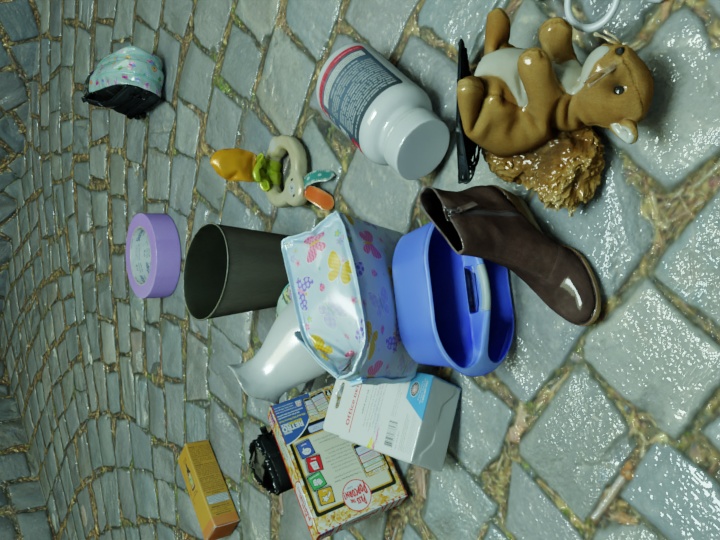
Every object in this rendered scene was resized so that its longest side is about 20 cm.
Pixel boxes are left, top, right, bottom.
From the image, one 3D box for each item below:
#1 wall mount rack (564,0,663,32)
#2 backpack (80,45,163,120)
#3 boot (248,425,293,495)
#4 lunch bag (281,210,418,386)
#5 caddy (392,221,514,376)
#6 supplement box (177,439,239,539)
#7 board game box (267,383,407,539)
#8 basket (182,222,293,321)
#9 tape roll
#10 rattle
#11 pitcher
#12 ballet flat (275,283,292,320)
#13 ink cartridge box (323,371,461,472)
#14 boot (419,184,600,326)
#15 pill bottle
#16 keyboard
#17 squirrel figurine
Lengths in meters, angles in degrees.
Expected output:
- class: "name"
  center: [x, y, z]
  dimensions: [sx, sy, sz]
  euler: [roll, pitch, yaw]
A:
- class: "wall mount rack"
  center: [0.250, -0.355, 0.732]
  dimensions: [0.172, 0.073, 0.206]
  euler: [25, 110, 44]
- class: "backpack"
  center: [-0.562, -0.454, 1.680]
  dimensions: [0.197, 0.164, 0.131]
  euler: [-4, 84, 44]
- class: "boot"
  center: [-0.075, 0.315, 1.091]
  dimensions: [0.198, 0.159, 0.075]
  euler: [45, 126, 40]
- class: "lunch bag"
  center: [-0.004, 0.048, 0.896]
  dimensions: [0.125, 0.168, 0.205]
  euler: [-25, 72, 29]
- class: "caddy"
  center: [0.121, 0.027, 0.853]
  dimensions: [0.104, 0.138, 0.207]
  euler: [-14, 81, 55]
- class: "supplement box"
  center: [-0.330, 0.469, 1.494]
  dimensions: [0.202, 0.068, 0.067]
  euler: [57, 131, 30]
- class: "board game box"
  center: [-0.038, 0.279, 1.049]
  dimensions: [0.203, 0.148, 0.047]
  euler: [64, 155, 27]
- class: "basket"
  center: [-0.178, 0.002, 1.177]
  dimensions: [0.181, 0.196, 0.138]
  euler: [-50, 55, 38]
- class: "tape roll"
  center: [-0.508, -0.036, 1.695]
  dimensions: [0.197, 0.064, 0.207]
  euler: [3, 94, 50]
- class: "rattle"
  center: [-0.147, -0.165, 1.186]
  dimensions: [0.132, 0.141, 0.200]
  euler: [-55, 43, 12]
- class: "pitcher"
  center: [-0.088, 0.132, 1.097]
  dimensions: [0.199, 0.172, 0.121]
  euler: [-42, 53, -6]
- class: "ballet flat"
  center: [-0.118, 0.107, 1.184]
  dimensions: [0.202, 0.067, 0.073]
  euler: [112, 161, -46]
- class: "ink cartridge box"
  center: [0.040, 0.200, 0.992]
  dimensions: [0.197, 0.067, 0.118]
  euler: [3, 72, 51]
- class: "boot"
  center: [0.164, -0.016, 0.775]
  dimensions: [0.073, 0.163, 0.202]
  euler: [-55, 52, 36]
- class: "pill bottle"
  center: [0.032, -0.219, 0.968]
  dimensions: [0.201, 0.117, 0.122]
  euler: [51, 128, 37]
- class: "keyboard"
  center: [0.136, -0.188, 0.840]
  dimensions: [0.106, 0.038, 0.203]
  euler: [78, -164, -45]
- class: "squirrel figurine"
  center: [0.217, -0.167, 0.747]
  dimensions: [0.182, 0.143, 0.203]
  euler: [7, 136, 26]
